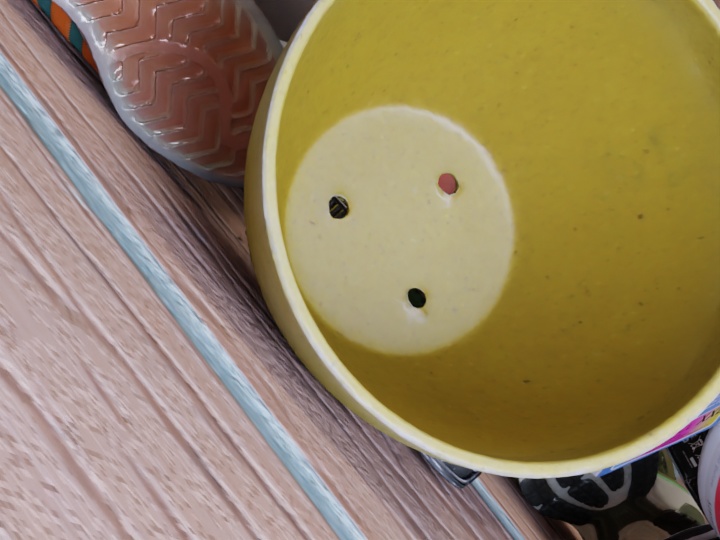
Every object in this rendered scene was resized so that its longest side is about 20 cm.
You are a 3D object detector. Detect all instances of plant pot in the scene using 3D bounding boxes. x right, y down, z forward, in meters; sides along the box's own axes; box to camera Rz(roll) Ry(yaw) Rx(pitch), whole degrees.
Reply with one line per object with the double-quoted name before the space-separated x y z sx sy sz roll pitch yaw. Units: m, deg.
"plant pot" 0.037 -0.021 0.931 0.200 0.200 0.142 49 -19 -8

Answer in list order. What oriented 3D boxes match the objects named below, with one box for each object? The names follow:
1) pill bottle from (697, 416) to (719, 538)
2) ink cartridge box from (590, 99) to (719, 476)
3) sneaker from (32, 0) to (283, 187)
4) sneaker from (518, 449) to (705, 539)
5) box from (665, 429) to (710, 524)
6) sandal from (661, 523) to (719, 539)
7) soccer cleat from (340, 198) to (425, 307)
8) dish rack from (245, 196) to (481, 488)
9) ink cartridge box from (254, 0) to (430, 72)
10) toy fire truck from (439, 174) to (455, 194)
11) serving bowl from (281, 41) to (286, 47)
"pill bottle" 0.234 0.129 1.071 0.112 0.112 0.200 47 6 -36
"ink cartridge box" 0.121 -0.021 1.040 0.137 0.076 0.200 58 -25 19
"sneaker" -0.095 -0.119 0.980 0.200 0.071 0.080 47 9 -21
"sneaker" 0.121 0.088 1.322 0.200 0.076 0.089 57 13 -53
"box" 0.210 0.020 1.283 0.086 0.163 0.201 53 7 -45
"sandal" 0.155 0.150 1.197 0.059 0.079 0.207 55 8 31
"soccer cleat" 0.019 -0.012 1.296 0.201 0.065 0.084 52 9 24
"dish rack" 0.000 0.000 1.083 0.200 0.055 0.153 49 3 5
"ink cartridge box" -0.031 -0.178 1.044 0.199 0.147 0.086 15 -33 33
"toy fire truck" 0.088 -0.046 1.187 0.198 0.141 0.049 14 53 -12
"serving bowl" -0.053 -0.128 1.221 0.200 0.066 0.200 40 -6 5
